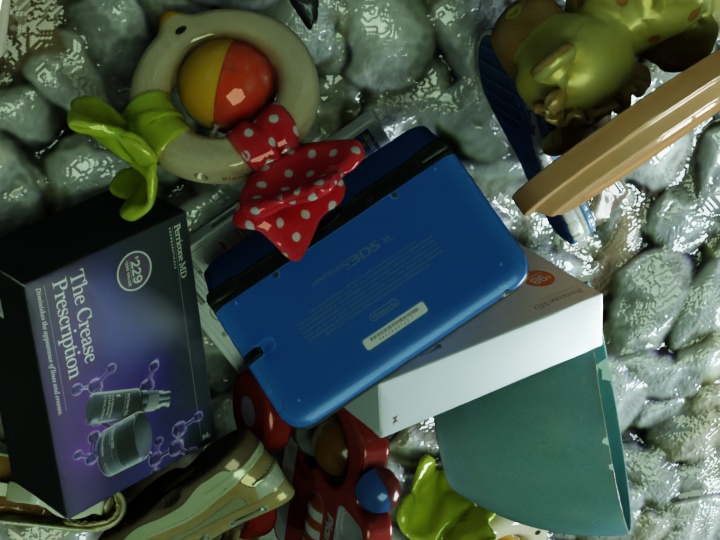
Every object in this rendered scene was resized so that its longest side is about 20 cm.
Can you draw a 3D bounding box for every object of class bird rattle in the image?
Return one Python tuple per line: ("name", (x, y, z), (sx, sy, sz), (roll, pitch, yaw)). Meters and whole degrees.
("bird rattle", (-0.092, -0.105, 1.287), (0.200, 0.163, 0.113), (5, 157, 19))
("bird rattle", (0.089, 0.258, 1.613), (0.163, 0.113, 0.200), (-7, 124, -35))

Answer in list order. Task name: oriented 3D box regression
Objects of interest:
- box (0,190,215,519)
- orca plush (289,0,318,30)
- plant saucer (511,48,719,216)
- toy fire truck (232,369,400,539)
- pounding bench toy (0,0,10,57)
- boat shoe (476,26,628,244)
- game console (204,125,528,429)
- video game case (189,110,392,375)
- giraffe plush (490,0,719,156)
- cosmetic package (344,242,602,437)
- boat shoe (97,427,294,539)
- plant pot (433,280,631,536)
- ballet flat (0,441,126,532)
("box", (-0.190, 0.057, 1.383), (0.141, 0.079, 0.200), (-29, 128, -35))
("orca plush", (0.037, -0.229, 1.336), (0.200, 0.105, 0.071), (-41, 161, -12))
("plant saucer", (0.196, -0.095, 1.333), (0.200, 0.200, 0.032), (-34, 87, 1))
("toy fire truck", (-0.020, 0.160, 1.461), (0.112, 0.168, 0.200), (-8, 124, -30))
("pounding bench toy", (-0.302, -0.191, 1.159), (0.156, 0.200, 0.124), (-1, 118, -20))
("boat shoe", (0.149, -0.115, 1.447), (0.072, 0.072, 0.200), (-34, 130, -9))
("game console", (0.000, 0.000, 1.350), (0.200, 0.171, 0.118), (-34, 164, 1))
("video game case", (-0.038, -0.012, 1.461), (0.200, 0.018, 0.143), (-35, 123, 2))
("giraffe plush", (0.165, -0.165, 1.325), (0.162, 0.200, 0.173), (-45, 126, -10))
("cosmetic package", (0.054, 0.037, 1.399), (0.200, 0.151, 0.052), (-21, 126, -28))
("boat shoe", (-0.126, 0.193, 1.462), (0.076, 0.072, 0.200), (45, 136, -12))
("plant pot", (0.131, 0.117, 1.506), (0.135, 0.200, 0.200), (-9, 123, 9))
("ballet flat", (-0.270, 0.161, 1.445), (0.200, 0.062, 0.068), (10, 88, -27))
